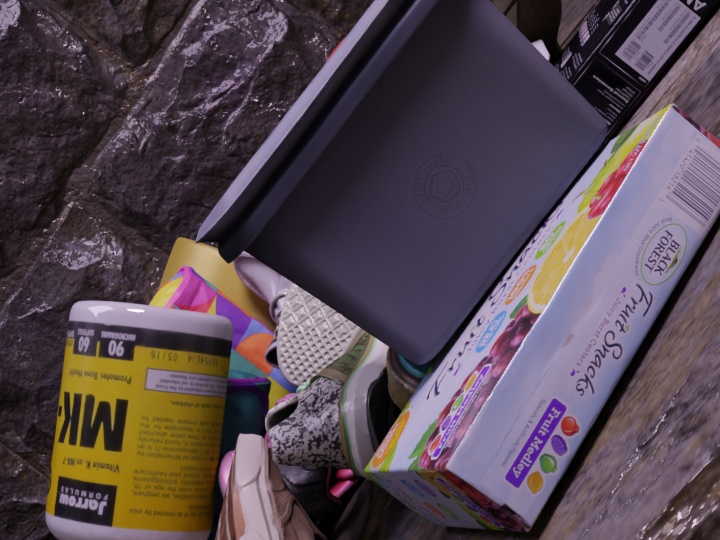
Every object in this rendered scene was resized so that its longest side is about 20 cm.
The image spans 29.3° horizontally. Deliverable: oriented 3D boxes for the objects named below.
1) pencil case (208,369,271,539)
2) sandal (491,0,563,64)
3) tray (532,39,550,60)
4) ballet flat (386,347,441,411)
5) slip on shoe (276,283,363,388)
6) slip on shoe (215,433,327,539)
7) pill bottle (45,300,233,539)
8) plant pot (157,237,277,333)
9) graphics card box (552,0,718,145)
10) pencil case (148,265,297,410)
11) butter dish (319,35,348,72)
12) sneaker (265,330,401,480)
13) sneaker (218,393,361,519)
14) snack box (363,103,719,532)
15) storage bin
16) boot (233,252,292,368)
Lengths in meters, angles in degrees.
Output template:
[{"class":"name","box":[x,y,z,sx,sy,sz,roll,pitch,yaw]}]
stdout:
[{"class":"pencil case","box":[-0.122,0.172,1.033,0.085,0.092,0.203,10,93,46]},{"class":"sandal","box":[0.114,-0.172,1.031,0.080,0.054,0.200,-41,-31,1]},{"class":"tray","box":[0.078,-0.070,0.976,0.107,0.022,0.202,-79,14,-74]},{"class":"ballet flat","box":[0.047,0.059,0.827,0.071,0.070,0.200,-52,7,17]},{"class":"slip on shoe","box":[0.000,0.000,1.011,0.202,0.073,0.061,-67,-28,-21]},{"class":"slip on shoe","box":[-0.050,0.163,0.802,0.200,0.060,0.077,-111,34,-70]},{"class":"pill bottle","box":[-0.151,0.127,0.926,0.114,0.113,0.203,158,118,-78]},{"class":"plant pot","box":[-0.106,0.092,1.248,0.201,0.199,0.191,175,117,-82]},{"class":"graphics card box","box":[0.166,-0.136,0.972,0.201,0.051,0.126,-54,6,19]},{"class":"pencil case","box":[-0.092,0.085,1.116,0.088,0.200,0.089,-45,15,15]},{"class":"butter dish","box":[0.036,-0.069,1.160,0.201,0.198,0.148,-60,-16,-26]},{"class":"sneaker","box":[-0.017,0.082,0.881,0.200,0.087,0.078,-53,-45,-82]},{"class":"sneaker","box":[-0.027,0.134,0.988,0.094,0.080,0.200,-17,10,18]},{"class":"snack box","box":[0.090,0.027,0.667,0.201,0.053,0.142,-55,5,-16]},{"class":"storage bin","box":[0.025,-0.056,0.728,0.201,0.134,0.146,-51,8,1]},{"class":"boot","box":[-0.048,0.033,1.068,0.095,0.199,0.074,-41,-43,-33]}]
